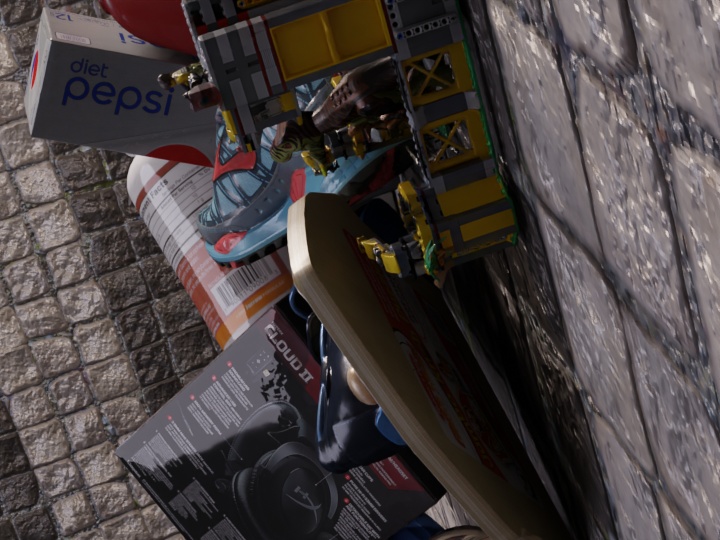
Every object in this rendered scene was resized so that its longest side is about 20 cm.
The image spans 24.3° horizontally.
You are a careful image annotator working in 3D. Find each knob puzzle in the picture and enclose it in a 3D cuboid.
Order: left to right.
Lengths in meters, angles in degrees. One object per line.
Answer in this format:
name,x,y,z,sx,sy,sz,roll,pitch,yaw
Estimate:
knob puzzle,0.016,0.045,0.753,0.220,0.030,0.220,52,-168,-16

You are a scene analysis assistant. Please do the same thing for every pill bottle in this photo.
pill bottle,-0.092,-0.044,1.171,0.201,0.112,0.112,58,172,13

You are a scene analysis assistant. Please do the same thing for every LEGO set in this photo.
LEGO set,-0.022,-0.075,0.698,0.200,0.115,0.154,-115,8,-54

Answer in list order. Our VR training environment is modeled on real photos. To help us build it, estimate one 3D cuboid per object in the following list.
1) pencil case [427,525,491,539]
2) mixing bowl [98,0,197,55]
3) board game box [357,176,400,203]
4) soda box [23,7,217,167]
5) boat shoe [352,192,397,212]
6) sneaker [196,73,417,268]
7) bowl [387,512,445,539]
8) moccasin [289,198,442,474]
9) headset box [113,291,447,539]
pencil case,0.071,0.176,0.881,0.200,0.089,0.078,112,167,-82
mixing bowl,-0.112,-0.214,1.022,0.200,0.108,0.202,-9,-90,-86
board game box,-0.025,-0.151,0.930,0.201,0.034,0.127,76,174,-47
soda box,-0.112,-0.110,1.077,0.064,0.199,0.069,-119,42,-59
boat shoe,0.000,0.000,1.085,0.072,0.059,0.201,-117,10,-53
sneaker,-0.040,-0.069,0.903,0.200,0.079,0.096,-29,90,56
bowl,0.062,0.244,1.093,0.201,0.039,0.201,49,160,24
moccasin,-0.003,0.028,0.893,0.080,0.068,0.200,45,-157,-18
headset box,-0.034,0.104,1.018,0.149,0.200,0.077,49,-145,2
